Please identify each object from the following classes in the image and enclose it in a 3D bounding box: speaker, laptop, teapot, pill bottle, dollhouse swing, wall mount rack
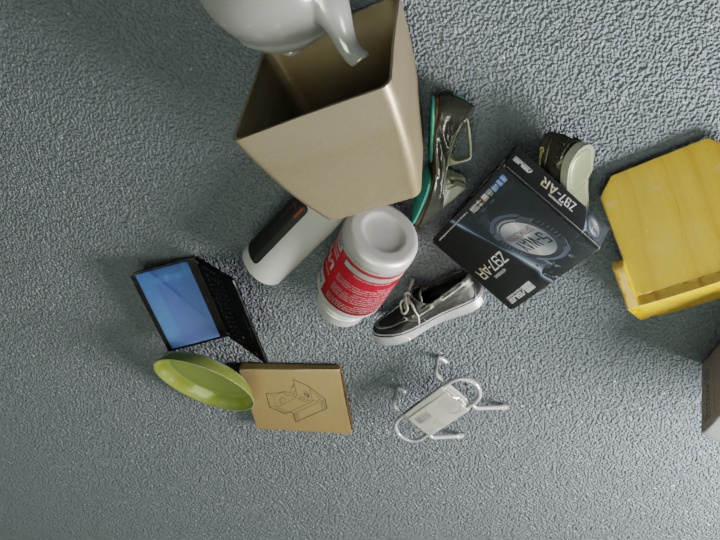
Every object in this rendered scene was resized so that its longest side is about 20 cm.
[{"bbox_3d":[-0.092,-0.064,0.996,0.081,0.082,0.200,38,125,-16],"label":"speaker"},{"bbox_3d":[-0.271,0.080,1.122,0.199,0.103,0.179,25,141,44],"label":"laptop"},{"bbox_3d":[-0.096,-0.318,0.756,0.194,0.202,0.147,-7,136,3],"label":"teapot"},{"bbox_3d":[0.000,0.000,0.991,0.111,0.113,0.201,24,142,-6],"label":"pill bottle"},{"bbox_3d":[0.447,-0.052,0.916,0.198,0.179,0.181,-22,160,25],"label":"dollhouse swing"},{"bbox_3d":[0.158,0.243,1.176,0.173,0.075,0.200,39,124,-12],"label":"wall mount rack"}]

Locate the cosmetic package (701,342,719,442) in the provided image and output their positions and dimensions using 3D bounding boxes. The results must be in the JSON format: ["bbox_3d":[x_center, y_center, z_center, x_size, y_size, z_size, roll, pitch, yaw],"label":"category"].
[{"bbox_3d":[0.606,0.152,0.926,0.164,0.168,0.202,26,129,10],"label":"cosmetic package"}]

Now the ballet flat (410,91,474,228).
[{"bbox_3d":[0.115,-0.141,0.906,0.067,0.068,0.202,6,128,-3],"label":"ballet flat"}]

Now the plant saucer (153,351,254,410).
[{"bbox_3d":[-0.285,0.202,1.231,0.197,0.031,0.201,14,149,8],"label":"plant saucer"}]

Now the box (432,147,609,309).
[{"bbox_3d":[0.209,-0.049,0.906,0.160,0.044,0.200,41,145,-1],"label":"box"}]

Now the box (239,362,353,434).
[{"bbox_3d":[-0.120,0.243,1.264,0.196,0.021,0.166,0,125,14],"label":"box"}]

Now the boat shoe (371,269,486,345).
[{"bbox_3d":[0.095,0.054,1.044,0.197,0.074,0.068,-22,123,25],"label":"boat shoe"}]

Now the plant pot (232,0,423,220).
[{"bbox_3d":[-0.013,-0.182,0.832,0.197,0.202,0.178,-14,133,21],"label":"plant pot"}]

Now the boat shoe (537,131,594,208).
[{"bbox_3d":[0.270,-0.098,0.906,0.060,0.071,0.203,38,152,35],"label":"boat shoe"}]
